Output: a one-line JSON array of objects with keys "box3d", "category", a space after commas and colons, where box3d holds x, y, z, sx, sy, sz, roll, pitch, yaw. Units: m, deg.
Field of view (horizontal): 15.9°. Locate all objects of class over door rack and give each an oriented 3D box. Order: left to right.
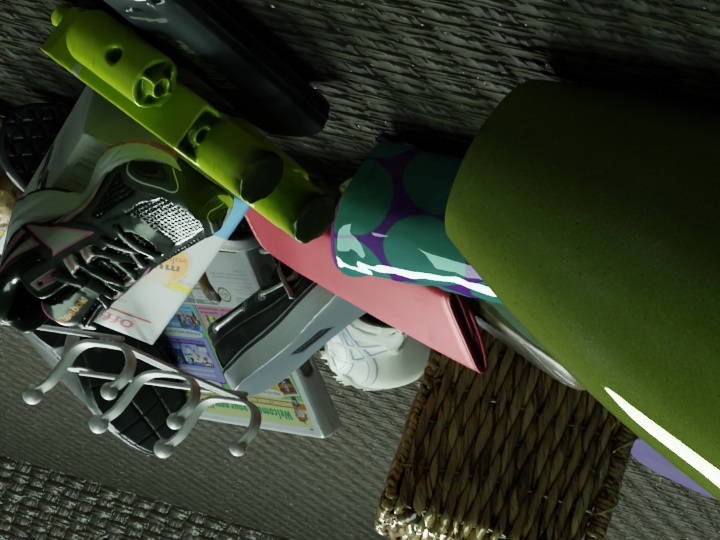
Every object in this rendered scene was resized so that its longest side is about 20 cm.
[{"box3d": [-0.183, 0.070, 1.744, 0.200, 0.067, 0.148, 21, 174, 40], "category": "over door rack"}]

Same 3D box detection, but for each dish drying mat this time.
[{"box3d": [0.000, 0.000, 1.616, 0.200, 0.018, 0.077, 27, 152, 41], "category": "dish drying mat"}]

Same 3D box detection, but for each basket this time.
[{"box3d": [0.107, 0.104, 1.718, 0.148, 0.201, 0.143, 18, 167, 3], "category": "basket"}]

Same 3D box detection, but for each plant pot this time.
[{"box3d": [0.149, -0.010, 1.279, 0.200, 0.187, 0.187, 31, 172, 19], "category": "plant pot"}]

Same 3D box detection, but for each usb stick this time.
[{"box3d": [-0.080, -0.122, 1.403, 0.055, 0.033, 0.200, 17, 168, 32], "category": "usb stick"}]

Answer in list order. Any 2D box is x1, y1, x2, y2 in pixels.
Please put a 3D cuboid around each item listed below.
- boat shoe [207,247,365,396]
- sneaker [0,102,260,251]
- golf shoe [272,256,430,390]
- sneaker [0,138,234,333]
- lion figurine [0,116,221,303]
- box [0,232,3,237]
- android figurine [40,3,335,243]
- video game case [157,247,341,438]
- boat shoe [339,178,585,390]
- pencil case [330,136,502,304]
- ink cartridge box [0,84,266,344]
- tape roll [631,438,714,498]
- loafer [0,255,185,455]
[{"box3d": [-0.032, 0.008, 1.735, 0.073, 0.068, 0.199, -12, 157, -45], "category": "boat shoe"}, {"box3d": [-0.149, -0.051, 1.731, 0.199, 0.072, 0.083, 21, 170, -6], "category": "sneaker"}, {"box3d": [0.014, 0.039, 1.889, 0.097, 0.079, 0.200, 3, 162, 34], "category": "golf shoe"}, {"box3d": [-0.149, -0.007, 1.508, 0.080, 0.087, 0.200, 33, 149, -22], "category": "sneaker"}, {"box3d": [-0.191, -0.041, 1.791, 0.199, 0.123, 0.073, 18, 126, -23], "category": "lion figurine"}, {"box3d": [-0.285, -0.065, 1.894, 0.199, 0.065, 0.070, 16, 167, 15], "category": "box"}, {"box3d": [-0.101, -0.088, 1.445, 0.200, 0.041, 0.182, 39, -179, 36], "category": "android figurine"}, {"box3d": [-0.107, 0.031, 1.883, 0.200, 0.022, 0.183, 4, 120, 55], "category": "video game case"}, {"box3d": [0.077, -0.007, 1.588, 0.200, 0.066, 0.074, 37, 171, 13], "category": "boat shoe"}, {"box3d": [0.088, -0.017, 1.490, 0.199, 0.085, 0.092, 14, 168, 19], "category": "pencil case"}, {"box3d": [-0.154, -0.028, 1.636, 0.115, 0.068, 0.200, 22, 136, -15], "category": "ink cartridge box"}, {"box3d": [0.288, 0.111, 1.756, 0.199, 0.085, 0.200, 17, 167, 4], "category": "tape roll"}, {"box3d": [-0.202, 0.057, 1.938, 0.200, 0.073, 0.072, 54, 164, -28], "category": "loafer"}]
